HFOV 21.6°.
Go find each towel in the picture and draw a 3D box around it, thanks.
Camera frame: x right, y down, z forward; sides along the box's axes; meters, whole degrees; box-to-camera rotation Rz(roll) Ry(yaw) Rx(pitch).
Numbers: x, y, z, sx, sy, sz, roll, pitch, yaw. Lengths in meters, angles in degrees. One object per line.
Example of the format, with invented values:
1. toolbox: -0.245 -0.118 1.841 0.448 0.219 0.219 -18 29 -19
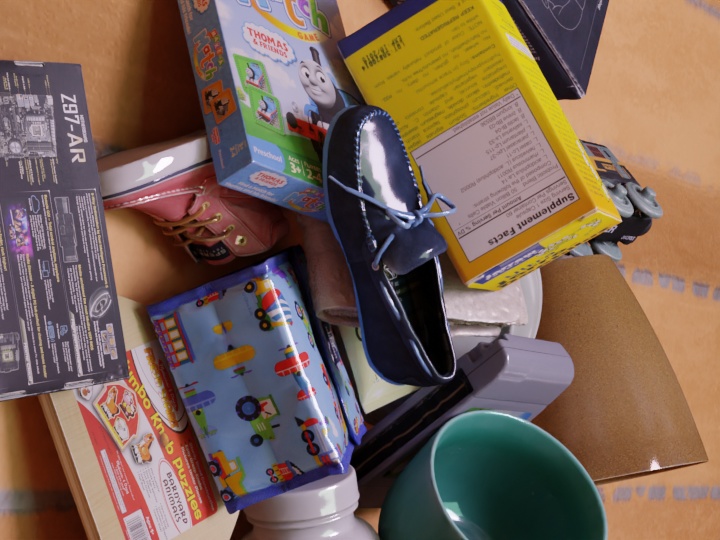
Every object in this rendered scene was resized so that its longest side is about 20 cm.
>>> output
1. towel: 0.033 -0.017 1.378 0.200 0.034 0.133 8 57 -39

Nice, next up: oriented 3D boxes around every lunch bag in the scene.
1. lunch bag: -0.054 0.066 1.337 0.200 0.094 0.151 -30 99 -75

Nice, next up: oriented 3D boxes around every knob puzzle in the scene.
1. knob puzzle: -0.141 0.113 1.254 0.220 0.030 0.220 37 43 -46

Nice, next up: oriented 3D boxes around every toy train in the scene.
1. toy train: 0.194 -0.071 1.730 0.200 0.085 0.114 4 42 -52

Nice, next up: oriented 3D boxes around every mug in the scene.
1. mug: 0.077 0.197 1.390 0.185 0.114 0.152 -2 53 -37

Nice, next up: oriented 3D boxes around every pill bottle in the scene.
1. pill bottle: -0.034 0.244 1.366 0.109 0.109 0.200 -23 109 -56

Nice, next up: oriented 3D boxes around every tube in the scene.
1. tube: 0.000 0.000 1.410 0.052 0.058 0.200 -25 93 -61

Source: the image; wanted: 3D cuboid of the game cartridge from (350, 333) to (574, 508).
1. game cartridge: 0.069 0.122 1.464 0.133 0.200 0.040 6 48 -59

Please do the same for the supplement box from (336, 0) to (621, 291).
1. supplement box: 0.086 -0.098 1.347 0.200 0.109 0.110 63 14 10

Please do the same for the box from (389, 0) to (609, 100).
1. box: 0.123 -0.277 1.592 0.197 0.124 0.200 46 53 -46

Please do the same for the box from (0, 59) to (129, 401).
1. box: -0.215 -0.023 1.106 0.160 0.044 0.200 -8 88 -58

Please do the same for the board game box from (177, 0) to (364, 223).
1. board game box: -0.056 -0.134 1.304 0.151 0.037 0.200 18 49 -49

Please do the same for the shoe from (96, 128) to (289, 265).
1. shoe: -0.111 -0.045 1.273 0.200 0.071 0.091 -26 106 -60

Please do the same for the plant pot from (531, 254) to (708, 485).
1. plant pot: 0.200 0.092 1.692 0.186 0.186 0.200 2 75 -58

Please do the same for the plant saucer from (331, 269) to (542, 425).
1. plant saucer: 0.064 0.040 1.476 0.200 0.050 0.200 -8 109 -24

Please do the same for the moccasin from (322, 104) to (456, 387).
1. moccasin: 0.032 -0.017 1.268 0.080 0.068 0.200 -33 118 -34
